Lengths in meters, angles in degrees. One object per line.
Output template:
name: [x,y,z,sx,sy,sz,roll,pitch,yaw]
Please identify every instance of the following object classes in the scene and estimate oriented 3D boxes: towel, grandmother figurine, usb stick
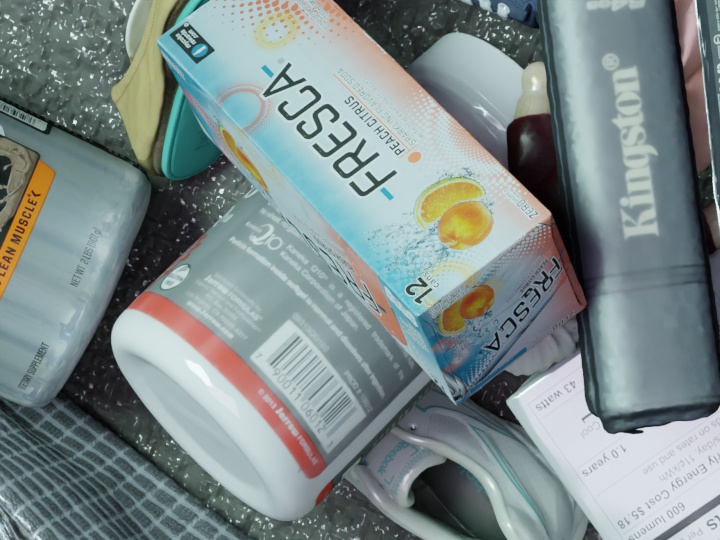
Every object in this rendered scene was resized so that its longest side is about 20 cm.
towel: [-0.136,0.125,1.322,0.200,0.166,0.086,37,101,7]
grandmother figurine: [0.107,-0.046,1.192,0.121,0.061,0.200,33,88,38]
usb stick: [0.104,-0.037,1.150,0.055,0.033,0.201,-8,84,9]

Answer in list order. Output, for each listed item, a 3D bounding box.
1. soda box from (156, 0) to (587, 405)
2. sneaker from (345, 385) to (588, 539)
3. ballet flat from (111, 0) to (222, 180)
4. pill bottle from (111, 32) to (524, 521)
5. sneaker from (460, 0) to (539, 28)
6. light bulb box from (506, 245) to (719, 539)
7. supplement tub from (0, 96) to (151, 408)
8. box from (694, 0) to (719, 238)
soda box: [0.002,-0.039,1.168,0.068,0.064,0.200,-36,50,-8]
sneaker: [0.012,0.066,1.317,0.200,0.080,0.071,35,107,10]
ballet flat: [-0.073,-0.115,1.279,0.063,0.068,0.200,56,147,20]
pill bottle: [0.000,0.000,1.256,0.116,0.116,0.200,44,74,5]
sneaker: [0.038,-0.134,1.284,0.108,0.070,0.200,-44,78,12]
light bulb box: [0.203,0.072,1.241,0.198,0.125,0.200,-36,88,16]
supplement tub: [-0.204,-0.031,1.312,0.199,0.123,0.123,25,104,-9]
box: [0.203,-0.106,1.103,0.161,0.049,0.201,-11,82,35]
